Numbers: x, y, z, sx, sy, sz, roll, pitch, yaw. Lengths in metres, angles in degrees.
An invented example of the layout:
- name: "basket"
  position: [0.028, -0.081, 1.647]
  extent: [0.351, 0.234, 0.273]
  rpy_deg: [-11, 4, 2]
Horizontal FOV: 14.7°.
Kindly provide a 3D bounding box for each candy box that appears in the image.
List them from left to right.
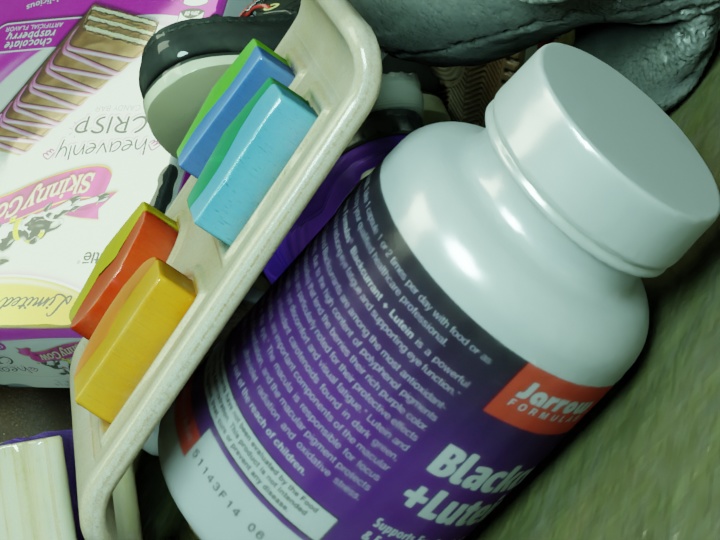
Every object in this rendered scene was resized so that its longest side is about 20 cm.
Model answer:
- name: "candy box"
  position: [-0.118, -0.049, 1.233]
  extent: [0.136, 0.061, 0.201]
  rpy_deg: [-1, 61, 30]

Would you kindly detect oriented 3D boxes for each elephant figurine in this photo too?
- name: "elephant figurine"
  position: [0.094, -0.131, 1.069]
  extent: [0.141, 0.199, 0.156]
  rpy_deg: [-18, -60, -47]

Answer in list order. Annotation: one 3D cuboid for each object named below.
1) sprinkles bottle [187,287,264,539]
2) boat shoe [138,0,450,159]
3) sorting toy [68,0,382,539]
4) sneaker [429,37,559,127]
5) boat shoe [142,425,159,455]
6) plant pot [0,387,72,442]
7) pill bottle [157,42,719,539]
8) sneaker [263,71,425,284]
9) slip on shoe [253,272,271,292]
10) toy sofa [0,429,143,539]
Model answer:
- name: "sprinkles bottle"
  position: [-0.050, 0.064, 1.214]
  extent: [0.068, 0.068, 0.200]
  rpy_deg: [-52, 15, 8]
- name: "boat shoe"
  position: [-0.034, -0.084, 1.180]
  extent: [0.073, 0.063, 0.201]
  rpy_deg: [-31, -16, 27]
- name: "sorting toy"
  position: [-0.060, -0.015, 1.005]
  extent: [0.201, 0.036, 0.185]
  rpy_deg: [-60, 13, 8]
- name: "sneaker"
  position: [0.084, -0.150, 1.248]
  extent: [0.112, 0.071, 0.201]
  rpy_deg: [-24, -47, -41]
- name: "boat shoe"
  position: [-0.132, 0.064, 1.477]
  extent: [0.070, 0.071, 0.200]
  rpy_deg: [-57, 15, -10]
- name: "plant pot"
  position: [-0.190, 0.102, 1.340]
  extent: [0.187, 0.186, 0.201]
  rpy_deg: [-46, 49, 28]
- name: "pill bottle"
  position: [0.029, 0.021, 0.966]
  extent: [0.200, 0.111, 0.112]
  rpy_deg: [-48, 15, 24]
- name: "sneaker"
  position: [-0.001, 0.000, 1.195]
  extent: [0.069, 0.100, 0.200]
  rpy_deg: [-15, -18, -10]
- name: "slip on shoe"
  position: [-0.044, -0.032, 1.339]
  extent: [0.060, 0.076, 0.200]
  rpy_deg: [-26, -12, 11]
- name: "toy sofa"
  position: [-0.116, 0.105, 1.124]
  extent: [0.097, 0.084, 0.200]
  rpy_deg: [-9, -2, 3]
